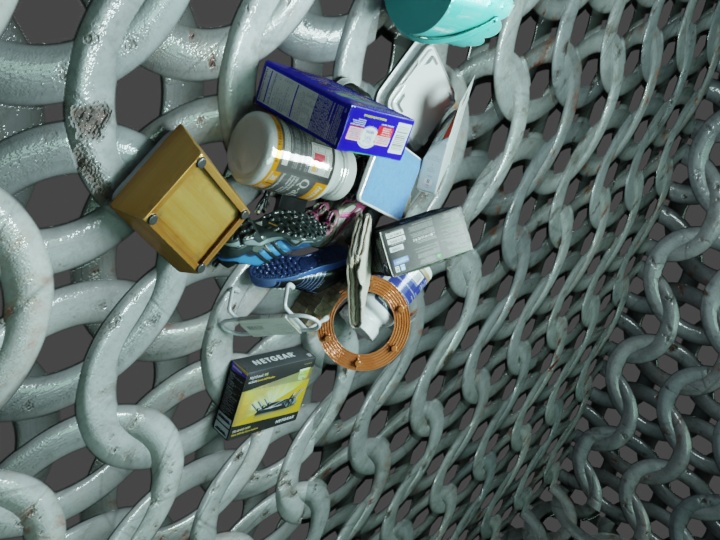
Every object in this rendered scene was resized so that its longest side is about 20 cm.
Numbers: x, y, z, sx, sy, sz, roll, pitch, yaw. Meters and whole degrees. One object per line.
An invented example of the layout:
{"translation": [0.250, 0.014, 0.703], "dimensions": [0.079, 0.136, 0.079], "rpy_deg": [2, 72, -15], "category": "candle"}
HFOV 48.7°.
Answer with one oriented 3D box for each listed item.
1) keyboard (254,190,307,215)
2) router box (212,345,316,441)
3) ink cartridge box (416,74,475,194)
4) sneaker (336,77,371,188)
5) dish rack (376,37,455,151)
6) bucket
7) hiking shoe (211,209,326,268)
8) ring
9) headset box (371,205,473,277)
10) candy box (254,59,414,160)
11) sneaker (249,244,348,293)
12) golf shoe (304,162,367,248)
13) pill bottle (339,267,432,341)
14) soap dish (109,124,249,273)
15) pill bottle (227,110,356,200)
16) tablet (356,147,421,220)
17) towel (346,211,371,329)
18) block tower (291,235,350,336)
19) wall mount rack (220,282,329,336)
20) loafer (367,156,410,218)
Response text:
{"translation": [-0.128, -0.154, 1.396], "dimensions": [0.126, 0.020, 0.202], "rpy_deg": [-4, 119, -53], "category": "keyboard"}
{"translation": [-0.191, 0.245, 1.610], "dimensions": [0.199, 0.052, 0.159], "rpy_deg": [-7, 122, -51], "category": "router box"}
{"translation": [0.169, -0.277, 1.590], "dimensions": [0.163, 0.056, 0.202], "rpy_deg": [-62, 164, -53], "category": "ink cartridge box"}
{"translation": [-0.010, -0.230, 1.399], "dimensions": [0.066, 0.090, 0.202], "rpy_deg": [-19, 124, -32], "category": "sneaker"}
{"translation": [0.118, -0.334, 1.555], "dimensions": [0.172, 0.043, 0.200], "rpy_deg": [-53, 147, -7], "category": "dish rack"}
{"translation": [0.143, -0.477, 1.329], "dimensions": [0.134, 0.207, 0.209], "rpy_deg": [-6, 122, -40], "category": "bucket"}
{"translation": [-0.157, -0.052, 1.376], "dimensions": [0.198, 0.075, 0.087], "rpy_deg": [-3, 139, -25], "category": "hiking shoe"}
{"translation": [0.008, 0.110, 1.641], "dimensions": [0.202, 0.199, 0.019], "rpy_deg": [-58, -170, 1], "category": "ring"}
{"translation": [0.102, -0.057, 1.582], "dimensions": [0.172, 0.200, 0.094], "rpy_deg": [-18, 96, -13], "category": "headset box"}
{"translation": [-0.042, -0.252, 1.261], "dimensions": [0.168, 0.199, 0.078], "rpy_deg": [0, 119, -52], "category": "candy box"}
{"translation": [-0.110, 0.012, 1.476], "dimensions": [0.198, 0.070, 0.079], "rpy_deg": [-11, 134, -21], "category": "sneaker"}
{"translation": [-0.032, -0.125, 1.510], "dimensions": [0.200, 0.073, 0.092], "rpy_deg": [-44, 162, -9], "category": "golf shoe"}
{"translation": [0.053, 0.047, 1.715], "dimensions": [0.200, 0.115, 0.116], "rpy_deg": [-48, 146, -12], "category": "pill bottle"}
{"translation": [-0.263, -0.097, 1.203], "dimensions": [0.158, 0.081, 0.200], "rpy_deg": [-51, 148, -11], "category": "soap dish"}
{"translation": [-0.107, -0.178, 1.289], "dimensions": [0.199, 0.116, 0.117], "rpy_deg": [11, 109, -45], "category": "pill bottle"}
{"translation": [0.056, -0.171, 1.479], "dimensions": [0.200, 0.014, 0.132], "rpy_deg": [18, 93, -65], "category": "tablet"}
{"translation": [0.000, 0.000, 1.513], "dimensions": [0.201, 0.034, 0.134], "rpy_deg": [89, 10, -49], "category": "towel"}
{"translation": [-0.066, 0.030, 1.598], "dimensions": [0.201, 0.058, 0.054], "rpy_deg": [-58, 148, -3], "category": "block tower"}
{"translation": [-0.149, 0.085, 1.458], "dimensions": [0.174, 0.198, 0.075], "rpy_deg": [53, 39, -54], "category": "wall mount rack"}
{"translation": [0.069, -0.181, 1.583], "dimensions": [0.068, 0.075, 0.201], "rpy_deg": [-50, 151, -21], "category": "loafer"}
